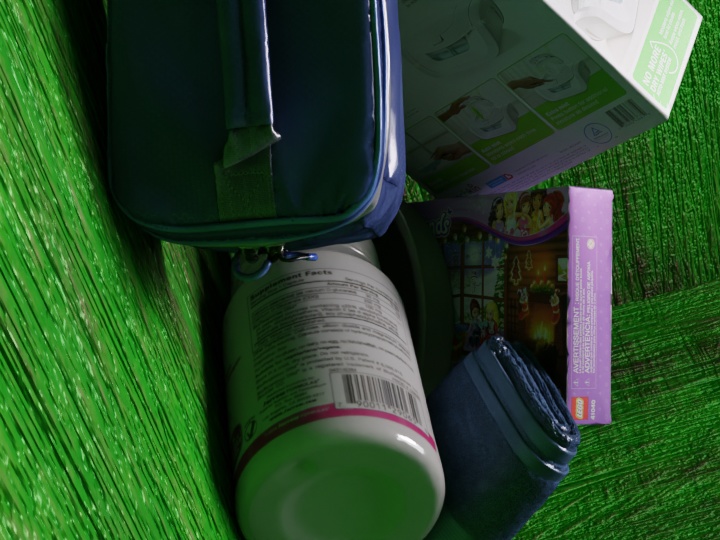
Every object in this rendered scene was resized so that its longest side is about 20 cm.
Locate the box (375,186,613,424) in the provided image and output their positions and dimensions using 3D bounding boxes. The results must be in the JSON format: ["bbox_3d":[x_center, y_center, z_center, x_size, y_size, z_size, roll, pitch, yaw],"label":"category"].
[{"bbox_3d":[0.078,0.023,0.898,0.199,0.039,0.139,-3,-95,56],"label":"box"}]

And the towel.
[{"bbox_3d":[0.041,0.138,0.809,0.048,0.200,0.112,33,17,-30],"label":"towel"}]

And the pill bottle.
[{"bbox_3d":[-0.022,0.062,0.810,0.201,0.112,0.114,-101,176,-50],"label":"pill bottle"}]

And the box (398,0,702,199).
[{"bbox_3d":[0.076,-0.143,0.890,0.176,0.199,0.097,38,56,-19],"label":"box"}]

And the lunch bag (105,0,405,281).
[{"bbox_3d":[-0.051,-0.095,0.676,0.132,0.134,0.203,35,52,-80],"label":"lunch bag"}]

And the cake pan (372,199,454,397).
[{"bbox_3d":[-0.003,0.037,0.949,0.199,0.036,0.203,-6,-98,56],"label":"cake pan"}]
